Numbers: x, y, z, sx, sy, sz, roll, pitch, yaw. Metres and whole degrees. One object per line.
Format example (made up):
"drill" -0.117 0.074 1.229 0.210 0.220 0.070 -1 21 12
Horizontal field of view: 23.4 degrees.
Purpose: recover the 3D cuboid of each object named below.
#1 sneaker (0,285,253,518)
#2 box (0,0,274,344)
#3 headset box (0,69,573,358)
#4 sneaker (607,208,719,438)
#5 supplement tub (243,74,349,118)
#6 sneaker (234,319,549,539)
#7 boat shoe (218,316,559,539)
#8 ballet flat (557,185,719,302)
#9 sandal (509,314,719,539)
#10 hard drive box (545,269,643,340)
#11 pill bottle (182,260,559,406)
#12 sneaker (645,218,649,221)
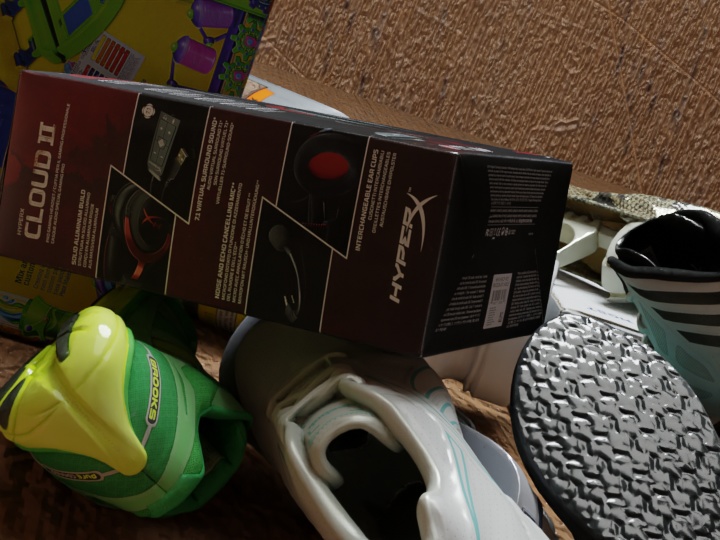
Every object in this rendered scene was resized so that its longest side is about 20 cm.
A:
"sneaker" -0.086 0.055 0.654 0.084 0.074 0.200 47 4 -5
"box" -0.163 -0.085 0.822 0.192 0.201 0.122 18 10 -15
"headset box" -0.035 -0.027 0.683 0.199 0.075 0.149 13 6 22
"sneaker" 0.154 0.029 0.786 0.116 0.076 0.201 56 -17 4
"supplement tub" -0.106 -0.074 1.105 0.199 0.123 0.122 24 11 26
"sneaker" 0.002 0.059 0.615 0.080 0.070 0.200 48 -2 -39
"boat shoe" 0.009 0.077 0.705 0.065 0.074 0.200 50 -4 -40
"ballet flat" 0.135 -0.016 1.023 0.199 0.068 0.075 19 30 29
"sandal" 0.116 0.105 0.644 0.075 0.048 0.201 -21 63 -26
"hard drive box" 0.166 0.059 1.049 0.155 0.077 0.200 19 9 -4
"pill bottle" 0.000 0.000 0.940 0.199 0.113 0.112 21 10 3
"sneaker" 0.213 0.035 0.846 0.200 0.078 0.140 30 -7 37
